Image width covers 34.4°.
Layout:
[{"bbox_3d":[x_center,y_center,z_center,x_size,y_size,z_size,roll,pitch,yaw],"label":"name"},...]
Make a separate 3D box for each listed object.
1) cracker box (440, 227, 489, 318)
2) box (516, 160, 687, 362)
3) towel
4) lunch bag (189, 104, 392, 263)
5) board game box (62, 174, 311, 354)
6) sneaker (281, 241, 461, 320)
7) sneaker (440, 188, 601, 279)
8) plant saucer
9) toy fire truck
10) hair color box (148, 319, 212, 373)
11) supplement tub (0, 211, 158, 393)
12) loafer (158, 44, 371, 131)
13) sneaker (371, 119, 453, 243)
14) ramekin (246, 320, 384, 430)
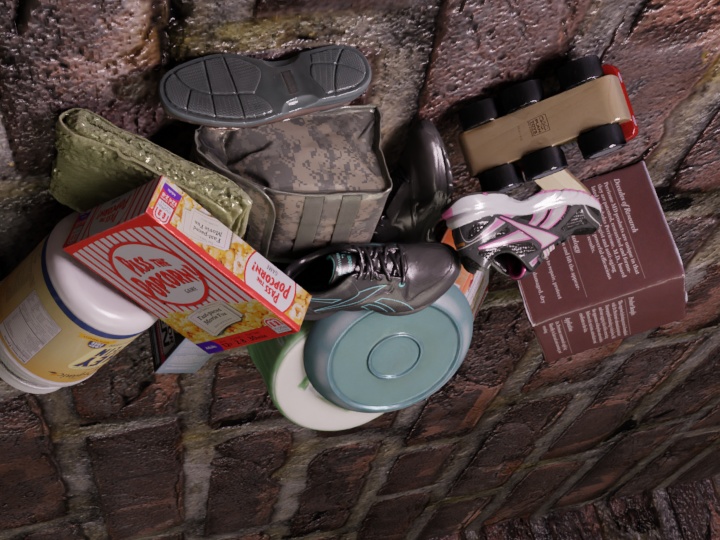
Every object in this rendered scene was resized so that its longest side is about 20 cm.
[{"bbox_3d":[0.119,0.034,1.513,0.057,0.135,0.201,23,160,13],"label":"cracker box"},{"bbox_3d":[0.297,-0.006,1.492,0.197,0.166,0.166,-19,155,8],"label":"box"},{"bbox_3d":[-0.203,-0.074,1.119,0.198,0.037,0.149,24,148,-7],"label":"towel"},{"bbox_3d":[-0.081,-0.082,1.177,0.197,0.119,0.164,-2,155,-13],"label":"lunch bag"},{"bbox_3d":[-0.169,0.001,1.135,0.150,0.047,0.200,-16,133,45],"label":"board game box"},{"bbox_3d":[0.007,0.008,1.184,0.197,0.076,0.079,-12,161,-1],"label":"sneaker"},{"bbox_3d":[0.172,-0.033,1.230,0.197,0.088,0.080,-5,170,-29],"label":"sneaker"},{"bbox_3d":[0.035,0.088,1.284,0.197,0.028,0.202,-10,130,-12],"label":"plant saucer"},{"bbox_3d":[0.221,-0.136,1.259,0.174,0.130,0.199,-20,176,25],"label":"toy fire truck"},{"bbox_3d":[-0.190,0.037,1.382,0.060,0.100,0.200,3,150,-33],"label":"hair color box"},{"bbox_3d":[-0.312,0.038,1.259,0.143,0.146,0.199,9,147,-42],"label":"supplement tub"},{"bbox_3d":[-0.088,-0.158,1.067,0.197,0.073,0.063,-10,162,-17],"label":"loafer"},{"bbox_3d":[0.046,-0.071,1.266,0.089,0.076,0.202,-3,127,-16],"label":"sneaker"},{"bbox_3d":[-0.028,0.091,1.345,0.197,0.098,0.202,-10,129,-12],"label":"ramekin"}]
